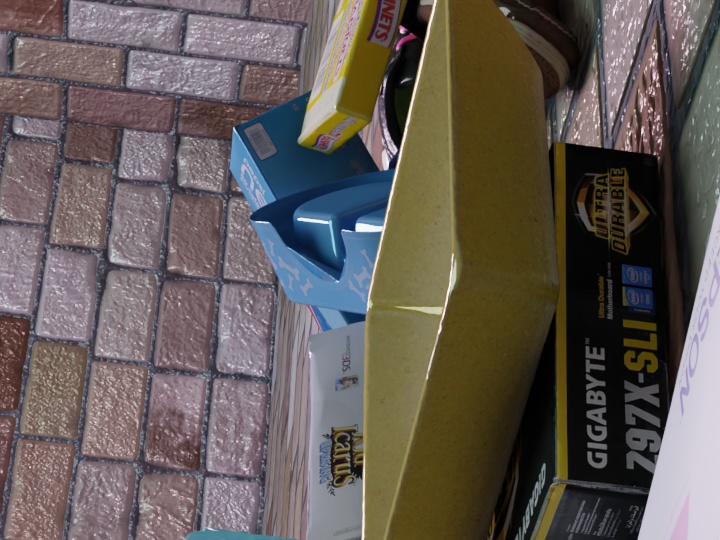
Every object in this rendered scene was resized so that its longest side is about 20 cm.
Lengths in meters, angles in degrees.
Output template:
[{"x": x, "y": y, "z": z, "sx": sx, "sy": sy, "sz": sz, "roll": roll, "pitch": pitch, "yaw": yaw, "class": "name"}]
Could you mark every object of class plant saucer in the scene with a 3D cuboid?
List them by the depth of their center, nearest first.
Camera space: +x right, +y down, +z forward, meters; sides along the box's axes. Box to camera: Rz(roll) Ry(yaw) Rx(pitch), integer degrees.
[{"x": 0.039, "y": 0.011, "z": 0.916, "sx": 0.201, "sy": 0.048, "sz": 0.201, "roll": -88, "pitch": 8, "yaw": -49, "class": "plant saucer"}]

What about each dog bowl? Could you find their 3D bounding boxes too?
[{"x": 0.023, "y": -0.015, "z": 1.162, "sx": 0.200, "sy": 0.111, "sz": 0.050, "roll": 8, "pitch": 114, "yaw": 59, "class": "dog bowl"}]

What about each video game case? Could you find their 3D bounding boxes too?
[{"x": 0.023, "y": 0.153, "z": 1.074, "sx": 0.182, "sy": 0.045, "sz": 0.201, "roll": -94, "pitch": -13, "yaw": -61, "class": "video game case"}]

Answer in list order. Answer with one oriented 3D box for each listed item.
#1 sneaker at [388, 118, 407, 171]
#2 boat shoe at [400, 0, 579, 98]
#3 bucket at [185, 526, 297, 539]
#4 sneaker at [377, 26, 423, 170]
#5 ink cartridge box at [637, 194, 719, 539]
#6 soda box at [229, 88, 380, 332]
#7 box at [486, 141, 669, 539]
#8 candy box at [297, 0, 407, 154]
[{"x": 0.055, "y": -0.048, "z": 1.332, "sx": 0.200, "sy": 0.070, "sz": 0.078, "roll": 95, "pitch": -159, "yaw": -65, "class": "sneaker"}, {"x": 0.071, "y": -0.145, "z": 1.176, "sx": 0.075, "sy": 0.075, "sz": 0.202, "roll": -54, "pitch": 22, "yaw": 1, "class": "boat shoe"}, {"x": -0.033, "y": 0.243, "z": 1.265, "sx": 0.207, "sy": 0.134, "sz": 0.209, "roll": 2, "pitch": -90, "yaw": -80, "class": "bucket"}, {"x": 0.046, "y": -0.142, "z": 1.463, "sx": 0.087, "sy": 0.073, "sz": 0.201, "roll": -150, "pitch": 62, "yaw": -85, "class": "sneaker"}, {"x": 0.107, "y": 0.106, "z": 0.602, "sx": 0.200, "sy": 0.043, "sz": 0.197, "roll": -89, "pitch": 8, "yaw": -60, "class": "ink cartridge box"}, {"x": 0.000, "y": 0.000, "z": 1.284, "sx": 0.201, "sy": 0.064, "sz": 0.068, "roll": 61, "pitch": 166, "yaw": 13, "class": "soda box"}, {"x": 0.080, "y": 0.071, "z": 0.925, "sx": 0.200, "sy": 0.049, "sz": 0.160, "roll": 103, "pitch": 174, "yaw": -54, "class": "box"}, {"x": 0.013, "y": -0.168, "z": 1.232, "sx": 0.102, "sy": 0.026, "sz": 0.201, "roll": 157, "pitch": 131, "yaw": -74, "class": "candy box"}]
